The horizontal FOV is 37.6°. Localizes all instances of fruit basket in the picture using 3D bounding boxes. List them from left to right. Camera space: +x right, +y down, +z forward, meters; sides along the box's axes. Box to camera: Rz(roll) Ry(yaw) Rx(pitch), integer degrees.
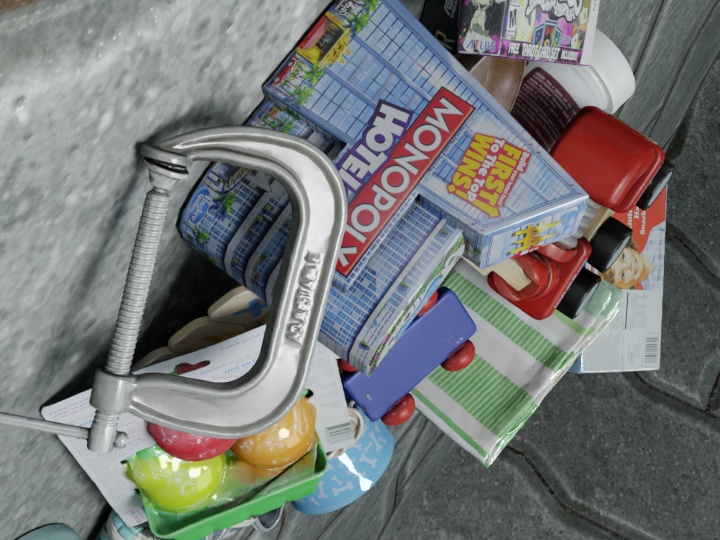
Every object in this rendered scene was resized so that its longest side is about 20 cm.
[{"bbox_3d":[-0.101,0.103,0.728,0.184,0.094,0.201,-21,141,-7],"label":"fruit basket"}]

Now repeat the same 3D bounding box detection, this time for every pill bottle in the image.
[{"bbox_3d":[0.154,-0.134,0.989,0.200,0.110,0.110,-42,163,-7],"label":"pill bottle"}]

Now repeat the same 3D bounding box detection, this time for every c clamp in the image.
[{"bbox_3d":[-0.097,0.012,0.570,0.027,0.170,0.201,-148,-103,-72],"label":"c clamp"}]

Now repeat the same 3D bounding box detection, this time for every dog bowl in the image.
[{"bbox_3d":[-0.028,0.133,0.982,0.111,0.050,0.201,-25,-151,18],"label":"dog bowl"}]

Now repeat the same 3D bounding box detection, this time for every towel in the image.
[{"bbox_3d":[0.123,0.058,0.967,0.200,0.152,0.023,-49,153,-9],"label":"towel"}]

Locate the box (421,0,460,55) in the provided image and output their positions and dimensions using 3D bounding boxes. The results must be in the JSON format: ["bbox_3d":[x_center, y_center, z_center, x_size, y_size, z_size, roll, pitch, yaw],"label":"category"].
[{"bbox_3d":[0.115,-0.219,0.874,0.200,0.043,0.161,-46,162,-33],"label":"box"}]

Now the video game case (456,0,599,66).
[{"bbox_3d":[0.130,-0.238,0.740,0.200,0.036,0.183,-14,113,-60],"label":"video game case"}]

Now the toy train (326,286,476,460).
[{"bbox_3d":[-0.005,0.084,0.922,0.200,0.085,0.116,-41,-153,-9],"label":"toy train"}]

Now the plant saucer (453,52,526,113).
[{"bbox_3d":[0.061,-0.096,0.819,0.201,0.032,0.201,-51,165,-20],"label":"plant saucer"}]

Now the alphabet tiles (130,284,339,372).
[{"bbox_3d":[-0.059,0.053,0.758,0.200,0.015,0.195,-36,156,25],"label":"alphabet tiles"}]

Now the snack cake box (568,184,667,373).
[{"bbox_3d":[0.239,-0.002,1.048,0.114,0.067,0.202,2,91,-33],"label":"snack cake box"}]

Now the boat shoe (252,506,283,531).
[{"bbox_3d":[-0.094,0.195,1.036,0.070,0.071,0.201,-45,160,-32],"label":"boat shoe"}]

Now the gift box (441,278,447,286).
[{"bbox_3d":[0.132,0.020,1.121,0.187,0.201,0.184,-44,-161,-27],"label":"gift box"}]

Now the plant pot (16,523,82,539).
[{"bbox_3d":[-0.222,0.299,0.735,0.201,0.134,0.201,-51,164,-20],"label":"plant pot"}]

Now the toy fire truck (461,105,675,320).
[{"bbox_3d":[0.147,-0.051,0.857,0.177,0.128,0.200,-59,163,17],"label":"toy fire truck"}]

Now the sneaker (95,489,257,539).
[{"bbox_3d":[-0.162,0.215,0.901,0.086,0.078,0.200,-47,161,15],"label":"sneaker"}]

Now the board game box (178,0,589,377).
[{"bbox_3d":[0.024,-0.049,0.642,0.200,0.199,0.062,-53,166,-13],"label":"board game box"}]
